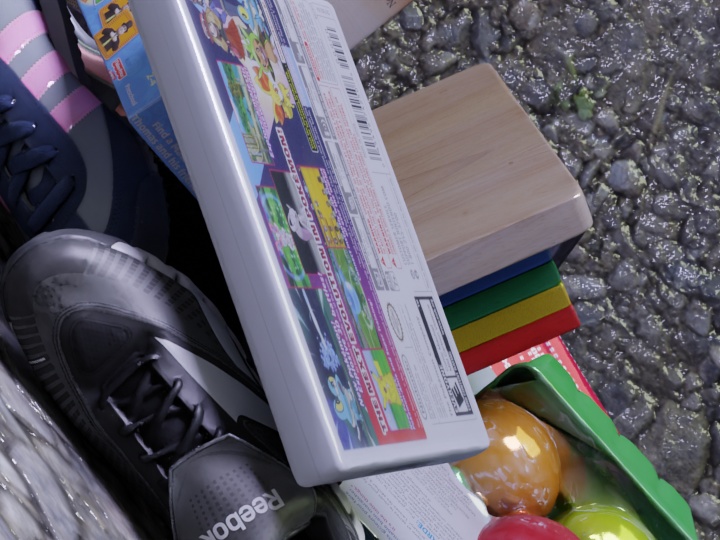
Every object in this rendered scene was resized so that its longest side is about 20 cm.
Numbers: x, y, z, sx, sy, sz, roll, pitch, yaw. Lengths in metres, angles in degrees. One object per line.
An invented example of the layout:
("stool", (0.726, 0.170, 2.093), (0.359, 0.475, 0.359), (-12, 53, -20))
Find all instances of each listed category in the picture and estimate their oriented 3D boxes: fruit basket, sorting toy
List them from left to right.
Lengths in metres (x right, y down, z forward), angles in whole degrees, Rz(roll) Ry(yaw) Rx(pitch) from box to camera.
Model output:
("sorting toy", (0.000, 0.000, 1.313), (0.199, 0.199, 0.070), (-115, -178, -67))
("fruit basket", (0.073, 0.129, 1.281), (0.185, 0.094, 0.200), (47, 31, -5))

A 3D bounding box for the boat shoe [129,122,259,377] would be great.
("boat shoe", (-0.085, -0.007, 1.199), (0.200, 0.074, 0.062), (-117, -162, -44))

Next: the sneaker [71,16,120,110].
("sneaker", (-0.179, -0.148, 1.318), (0.200, 0.082, 0.070), (51, 6, -9))

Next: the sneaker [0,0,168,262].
("sneaker", (-0.146, -0.062, 1.145), (0.082, 0.070, 0.200), (11, 37, -45))

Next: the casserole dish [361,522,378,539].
("casserole dish", (0.026, 0.167, 1.230), (0.200, 0.039, 0.121), (54, 5, 31))

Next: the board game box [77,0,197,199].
("board game box", (-0.070, -0.083, 1.192), (0.151, 0.037, 0.200), (50, 10, -43))

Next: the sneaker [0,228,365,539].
("sneaker", (-0.055, 0.067, 1.033), (0.200, 0.066, 0.091), (52, 2, -24))

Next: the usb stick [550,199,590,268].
("usb stick", (0.055, 0.030, 1.552), (0.033, 0.200, 0.056), (13, 31, -45))

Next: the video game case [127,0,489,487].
("video game case", (-0.018, -0.018, 1.093), (0.182, 0.023, 0.201), (2, 67, -71))

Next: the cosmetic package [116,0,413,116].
("cosmetic package", (-0.078, -0.135, 1.462), (0.103, 0.200, 0.087), (44, 11, -48))

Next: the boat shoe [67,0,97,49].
("boat shoe", (-0.133, -0.125, 1.388), (0.200, 0.074, 0.074), (33, 17, 31))

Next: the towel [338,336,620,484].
("towel", (0.056, 0.093, 1.398), (0.200, 0.022, 0.145), (-21, 76, -44))
